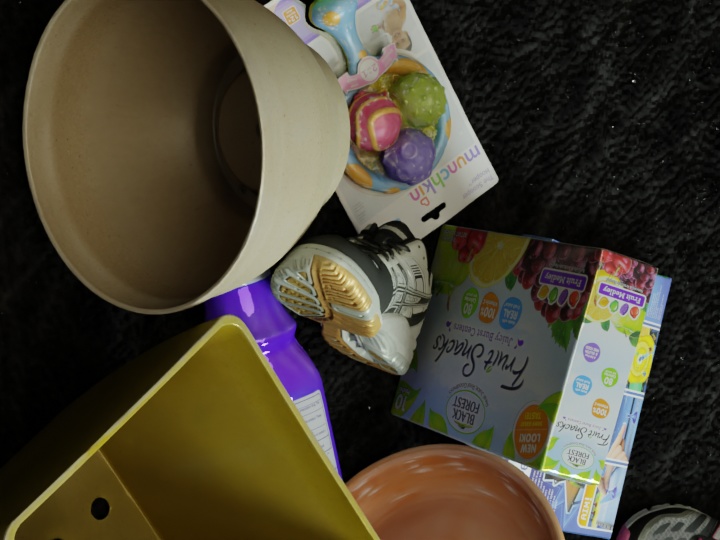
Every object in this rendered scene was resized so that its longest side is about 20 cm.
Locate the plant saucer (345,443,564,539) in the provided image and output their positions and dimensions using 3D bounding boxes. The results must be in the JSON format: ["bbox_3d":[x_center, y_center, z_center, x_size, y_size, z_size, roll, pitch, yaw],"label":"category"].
[{"bbox_3d":[0.047,0.215,1.101,0.201,0.200,0.037,-52,142,-12],"label":"plant saucer"}]

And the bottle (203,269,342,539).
[{"bbox_3d":[-0.065,0.090,1.091,0.083,0.065,0.202,-17,102,-22],"label":"bottle"}]

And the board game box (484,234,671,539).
[{"bbox_3d":[0.150,0.087,1.195,0.135,0.034,0.202,16,87,-39],"label":"board game box"}]

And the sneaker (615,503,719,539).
[{"bbox_3d":[0.287,0.233,1.263,0.199,0.087,0.074,21,86,-26],"label":"sneaker"}]

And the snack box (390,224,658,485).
[{"bbox_3d":[0.103,0.050,1.093,0.053,0.200,0.143,15,88,-27],"label":"snack box"}]

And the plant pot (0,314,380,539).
[{"bbox_3d":[-0.138,0.169,0.985,0.200,0.176,0.201,-46,114,-37],"label":"plant pot"}]

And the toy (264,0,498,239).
[{"bbox_3d":[0.018,-0.113,1.121,0.115,0.047,0.201,-35,108,-17],"label":"toy"}]

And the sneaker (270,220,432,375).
[{"bbox_3d":[0.000,0.000,1.070,0.075,0.200,0.088,21,79,16],"label":"sneaker"}]

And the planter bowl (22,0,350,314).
[{"bbox_3d":[-0.091,-0.082,1.008,0.134,0.199,0.202,-11,101,-51],"label":"planter bowl"}]
